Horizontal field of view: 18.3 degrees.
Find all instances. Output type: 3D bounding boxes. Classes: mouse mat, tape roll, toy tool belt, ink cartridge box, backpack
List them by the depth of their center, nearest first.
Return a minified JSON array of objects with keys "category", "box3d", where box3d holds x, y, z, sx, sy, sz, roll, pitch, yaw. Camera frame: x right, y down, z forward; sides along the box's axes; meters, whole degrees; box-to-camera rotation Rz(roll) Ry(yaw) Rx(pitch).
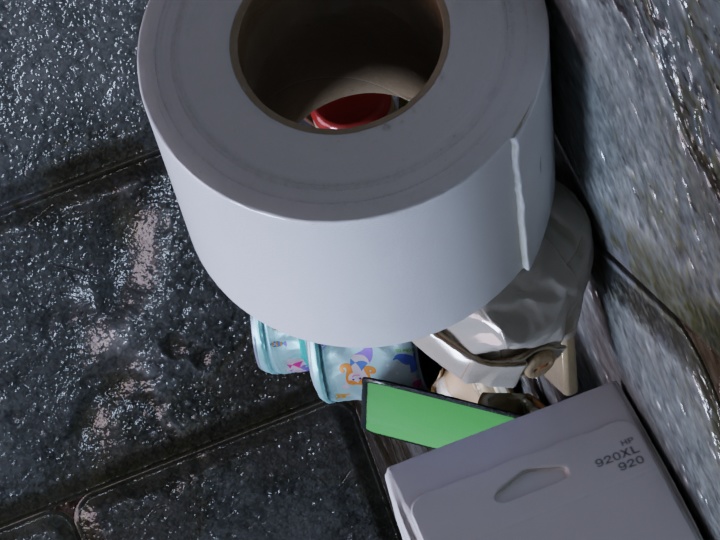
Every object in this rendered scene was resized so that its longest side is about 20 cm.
[{"category":"tape roll","box3d":[-0.003,-0.080,1.127,0.139,0.202,0.203,77,171,-61]},{"category":"toy tool belt","box3d":[0.049,-0.019,1.243,0.200,0.125,0.123,46,170,27]},{"category":"ink cartridge box","box3d":[0.118,0.197,1.281,0.200,0.147,0.145,73,174,-45]},{"category":"mouse mat","box3d":[0.078,0.104,1.423,0.200,0.160,0.008,91,-167,-78]},{"category":"backpack","box3d":[0.000,0.000,1.480,0.200,0.150,0.178,-75,-19,-79]}]

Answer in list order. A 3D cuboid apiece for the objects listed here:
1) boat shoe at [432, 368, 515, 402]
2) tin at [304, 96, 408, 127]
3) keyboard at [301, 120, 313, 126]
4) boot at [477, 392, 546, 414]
[{"category":"boat shoe","box3d":[0.077,0.092,1.751,0.200,0.069,0.074,115,134,-83]},{"category":"tin","box3d":[-0.010,-0.173,1.340,0.042,0.112,0.200,-108,1,-56]},{"category":"keyboard","box3d":[0.015,-0.050,1.375,0.200,0.104,0.040,45,134,41]},{"category":"boot","box3d":[0.124,0.171,1.642,0.175,0.066,0.200,38,151,57]}]
